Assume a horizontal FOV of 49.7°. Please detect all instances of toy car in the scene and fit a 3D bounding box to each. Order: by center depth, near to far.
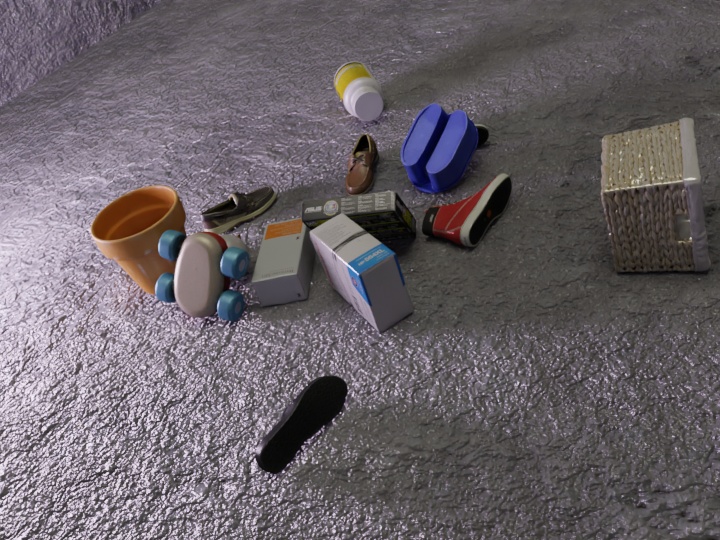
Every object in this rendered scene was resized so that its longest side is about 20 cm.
[{"bbox_3d":[-0.296,-0.005,1.637,0.183,0.178,0.200,14,17,19],"label":"toy car"}]

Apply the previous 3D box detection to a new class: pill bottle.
[{"bbox_3d":[-0.001,-0.483,2.111,0.111,0.112,0.200,-21,36,-2],"label":"pill bottle"}]

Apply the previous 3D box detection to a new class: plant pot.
[{"bbox_3d":[-0.459,-0.055,1.712,0.199,0.184,0.201,-13,37,10],"label":"plant pot"}]

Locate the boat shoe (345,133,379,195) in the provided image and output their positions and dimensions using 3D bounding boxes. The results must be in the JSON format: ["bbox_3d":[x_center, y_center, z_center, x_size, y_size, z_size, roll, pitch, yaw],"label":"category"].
[{"bbox_3d":[-0.003,-0.252,1.854,0.071,0.068,0.201,-6,39,14],"label":"boat shoe"}]

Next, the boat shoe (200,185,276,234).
[{"bbox_3d":[-0.291,-0.154,1.861,0.199,0.065,0.073,-36,38,-23],"label":"boat shoe"}]

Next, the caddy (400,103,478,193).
[{"bbox_3d":[0.178,-0.273,1.742,0.141,0.105,0.201,22,80,29],"label":"caddy"}]

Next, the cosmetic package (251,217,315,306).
[{"bbox_3d":[-0.157,-0.022,1.629,0.101,0.072,0.201,-10,38,11],"label":"cosmetic package"}]

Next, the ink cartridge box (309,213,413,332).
[{"bbox_3d":[0.000,0.000,1.467,0.084,0.147,0.200,-31,39,-14],"label":"ink cartridge box"}]

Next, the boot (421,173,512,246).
[{"bbox_3d":[0.216,-0.138,1.613,0.144,0.073,0.200,16,52,40],"label":"boot"}]

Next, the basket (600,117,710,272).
[{"bbox_3d":[0.514,-0.124,1.357,0.160,0.199,0.201,-7,38,22],"label":"basket"}]

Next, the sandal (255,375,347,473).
[{"bbox_3d":[-0.102,0.242,1.273,0.200,0.076,0.048,-42,25,-28],"label":"sandal"}]

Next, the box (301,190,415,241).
[{"bbox_3d":[-0.001,-0.102,1.589,0.198,0.160,0.045,-6,70,19],"label":"box"}]

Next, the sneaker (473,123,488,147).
[{"bbox_3d":[0.205,-0.335,1.862,0.198,0.084,0.121,-10,47,14],"label":"sneaker"}]
